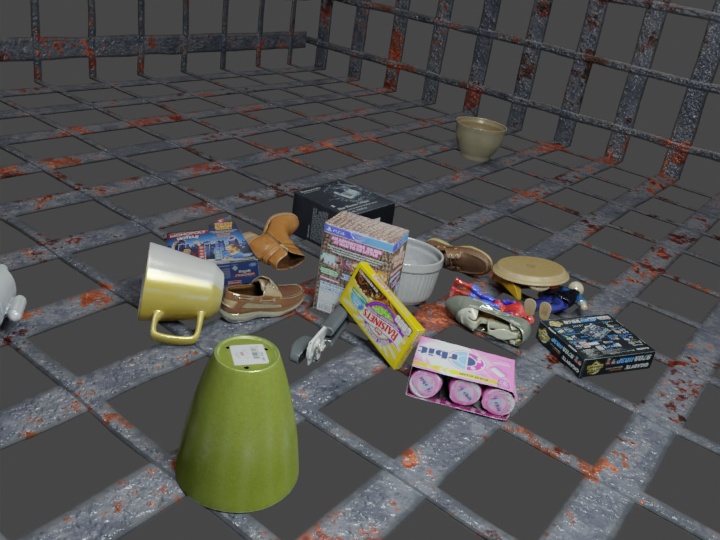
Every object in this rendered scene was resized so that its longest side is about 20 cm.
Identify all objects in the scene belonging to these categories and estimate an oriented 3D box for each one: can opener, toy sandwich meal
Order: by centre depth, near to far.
[{"bbox_3d":[-0.074,0.121,1.413,0.065,0.054,0.200,18,26,17],"label":"can opener"},{"bbox_3d":[0.404,0.021,1.736,0.201,0.072,0.206,2,19,-1],"label":"toy sandwich meal"}]

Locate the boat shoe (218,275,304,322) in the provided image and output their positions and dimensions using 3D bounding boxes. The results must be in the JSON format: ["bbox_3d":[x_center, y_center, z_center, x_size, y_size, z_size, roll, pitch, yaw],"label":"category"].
[{"bbox_3d":[-0.198,0.052,1.489,0.198,0.073,0.075,-14,33,-40],"label":"boat shoe"}]

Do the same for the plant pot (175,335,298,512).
[{"bbox_3d":[-0.170,0.203,1.036,0.183,0.203,0.188,7,25,-3],"label":"plant pot"}]

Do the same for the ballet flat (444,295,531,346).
[{"bbox_3d":[0.268,0.108,1.544,0.197,0.068,0.064,18,34,19],"label":"ballet flat"}]

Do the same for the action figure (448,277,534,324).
[{"bbox_3d":[0.300,0.079,1.634,0.197,0.052,0.066,21,32,12],"label":"action figure"}]

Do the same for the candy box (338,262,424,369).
[{"bbox_3d":[0.037,0.087,1.407,0.026,0.103,0.200,-3,41,-44],"label":"candy box"}]

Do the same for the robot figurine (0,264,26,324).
[{"bbox_3d":[-0.681,0.056,1.269,0.166,0.115,0.201,7,25,-13],"label":"robot figurine"}]

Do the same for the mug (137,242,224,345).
[{"bbox_3d":[-0.352,0.051,1.408,0.150,0.190,0.149,10,-9,-19],"label":"mug"}]

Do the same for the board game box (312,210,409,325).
[{"bbox_3d":[0.000,0.000,1.514,0.157,0.203,0.097,18,25,17],"label":"board game box"}]

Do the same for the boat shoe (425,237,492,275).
[{"bbox_3d":[0.236,-0.027,1.812,0.198,0.073,0.067,18,31,32],"label":"boat shoe"}]

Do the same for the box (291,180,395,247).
[{"bbox_3d":[-0.047,-0.140,1.890,0.198,0.119,0.195,26,30,34],"label":"box"}]

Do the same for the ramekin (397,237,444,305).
[{"bbox_3d":[0.085,-0.001,1.644,0.196,0.107,0.201,10,20,-4],"label":"ramekin"}]

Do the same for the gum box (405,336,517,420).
[{"bbox_3d":[0.192,0.198,1.326,0.196,0.067,0.114,13,25,8],"label":"gum box"}]

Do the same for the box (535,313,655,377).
[{"bbox_3d":[0.502,0.157,1.541,0.197,0.047,0.159,-3,28,-24],"label":"box"}]

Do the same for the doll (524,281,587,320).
[{"bbox_3d":[0.475,0.070,1.708,0.135,0.049,0.198,15,23,41],"label":"doll"}]

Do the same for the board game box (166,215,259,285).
[{"bbox_3d":[-0.336,-0.045,1.630,0.196,0.063,0.201,-6,35,-9],"label":"board game box"}]

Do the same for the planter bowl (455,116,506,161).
[{"bbox_3d":[0.458,-0.505,2.794,0.196,0.137,0.201,7,26,-3],"label":"planter bowl"}]

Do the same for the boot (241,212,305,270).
[{"bbox_3d":[-0.185,-0.064,1.742,0.153,0.075,0.199,26,42,34],"label":"boot"}]
